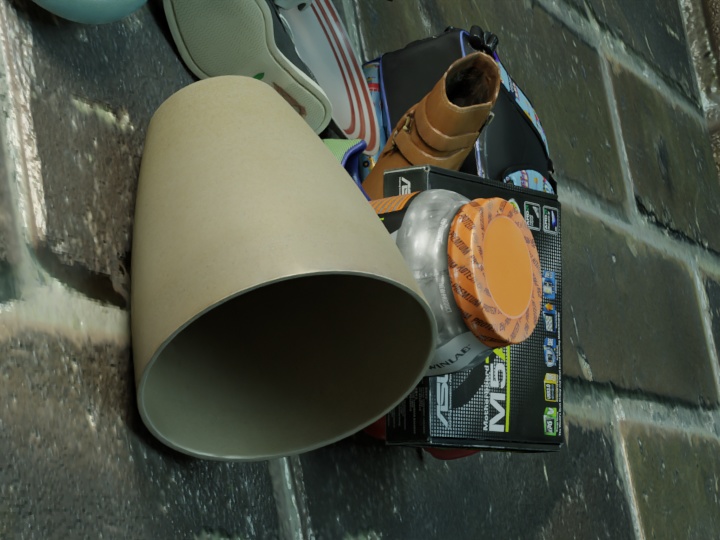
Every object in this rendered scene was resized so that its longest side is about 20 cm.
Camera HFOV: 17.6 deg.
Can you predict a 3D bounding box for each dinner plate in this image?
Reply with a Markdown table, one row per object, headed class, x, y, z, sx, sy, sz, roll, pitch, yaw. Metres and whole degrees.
| class | x | y | z | sx | sy | sz | roll | pitch | yaw |
| --- | --- | --- | --- | --- | --- | --- | --- | --- | --- |
| dinner plate | -0.038 | -0.177 | 1.806 | 0.201 | 0.024 | 0.201 | 58 | 17 | -30 |

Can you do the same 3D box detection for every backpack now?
| class | x | y | z | sx | sy | sz | roll | pitch | yaw |
| --- | --- | --- | --- | --- | --- | --- | --- | --- | --- |
| backpack | 0.089 | -0.090 | 1.976 | 0.200 | 0.134 | 0.184 | 35 | 44 | -62 |

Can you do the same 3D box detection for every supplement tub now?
| class | x | y | z | sx | sy | sz | roll | pitch | yaw |
| --- | --- | --- | --- | --- | --- | --- | --- | --- | --- |
| supplement tub | 0.013 | 0.014 | 1.551 | 0.122 | 0.199 | 0.124 | 21 | 65 | -54 |

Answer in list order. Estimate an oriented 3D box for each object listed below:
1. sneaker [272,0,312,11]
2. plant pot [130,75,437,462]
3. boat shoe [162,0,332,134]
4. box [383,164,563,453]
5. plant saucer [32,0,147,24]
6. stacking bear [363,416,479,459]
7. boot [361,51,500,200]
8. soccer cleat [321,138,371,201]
| class | x | y | z | sx | sy | sz | roll | pitch | yaw |
| --- | --- | --- | --- | --- | --- | --- | --- | --- | --- |
| sneaker | -0.073 | -0.248 | 1.652 | 0.199 | 0.088 | 0.075 | 9 | 56 | -53 |
| plant pot | -0.067 | -0.018 | 1.444 | 0.187 | 0.186 | 0.201 | 50 | 18 | -53 |
| boat shoe | -0.089 | -0.167 | 1.640 | 0.200 | 0.071 | 0.068 | 52 | 11 | -48 |
| box | 0.086 | 0.033 | 1.720 | 0.193 | 0.047 | 0.202 | 11 | 77 | -57 |
| plant saucer | -0.172 | -0.251 | 1.412 | 0.200 | 0.027 | 0.202 | 21 | 63 | -49 |
| stacking bear | 0.053 | 0.088 | 1.800 | 0.200 | 0.113 | 0.122 | -2 | 78 | -66 |
| boot | 0.043 | -0.067 | 1.759 | 0.076 | 0.156 | 0.200 | 36 | 40 | -1 |
| soccer cleat | 0.000 | 0.000 | 1.685 | 0.065 | 0.083 | 0.202 | 40 | 32 | -82 |
